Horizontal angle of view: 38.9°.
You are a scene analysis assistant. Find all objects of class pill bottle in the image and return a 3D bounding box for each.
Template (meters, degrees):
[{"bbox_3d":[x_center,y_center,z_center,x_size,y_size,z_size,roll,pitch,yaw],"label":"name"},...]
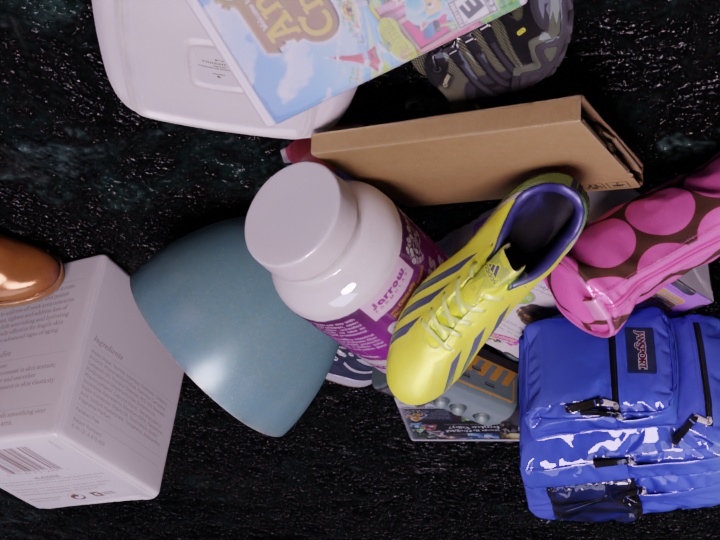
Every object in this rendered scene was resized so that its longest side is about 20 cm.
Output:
[{"bbox_3d":[0.000,0.000,0.789,0.111,0.113,0.200,-12,151,28],"label":"pill bottle"}]

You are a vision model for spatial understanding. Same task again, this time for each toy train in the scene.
[{"bbox_3d":[0.095,0.091,1.022,0.199,0.115,0.085,25,145,-27],"label":"toy train"}]

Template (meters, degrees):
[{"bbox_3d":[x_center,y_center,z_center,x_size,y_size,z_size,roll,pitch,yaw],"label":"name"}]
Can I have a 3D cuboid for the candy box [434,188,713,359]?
[{"bbox_3d":[0.178,0.003,0.906,0.167,0.072,0.199,27,142,-30],"label":"candy box"}]

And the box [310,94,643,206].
[{"bbox_3d":[0.088,-0.081,0.741,0.198,0.022,0.163,-3,168,29],"label":"box"}]

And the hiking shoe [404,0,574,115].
[{"bbox_3d":[0.079,-0.155,0.665,0.099,0.076,0.201,4,149,-2],"label":"hiking shoe"}]

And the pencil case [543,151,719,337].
[{"bbox_3d":[0.235,-0.025,0.756,0.199,0.094,0.091,-31,122,-4],"label":"pencil case"}]

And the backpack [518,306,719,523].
[{"bbox_3d":[0.235,0.119,0.862,0.198,0.164,0.168,-4,145,14],"label":"backpack"}]

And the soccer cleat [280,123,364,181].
[{"bbox_3d":[-0.001,-0.050,0.867,0.076,0.067,0.200,-18,144,12],"label":"soccer cleat"}]

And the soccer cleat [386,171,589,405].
[{"bbox_3d":[0.084,0.012,0.715,0.065,0.201,0.084,40,-176,0],"label":"soccer cleat"}]

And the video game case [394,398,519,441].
[{"bbox_3d":[0.142,0.158,1.209,0.197,0.024,0.182,-2,147,13],"label":"video game case"}]

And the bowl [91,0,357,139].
[{"bbox_3d":[-0.088,-0.163,0.689,0.197,0.075,0.200,8,149,-4],"label":"bowl"}]

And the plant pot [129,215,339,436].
[{"bbox_3d":[-0.088,0.027,0.915,0.135,0.200,0.200,-43,133,7],"label":"plant pot"}]

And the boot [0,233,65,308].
[{"bbox_3d":[-0.377,-0.045,0.948,0.198,0.077,0.156,17,144,-3],"label":"boot"}]

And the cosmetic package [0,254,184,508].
[{"bbox_3d":[-0.301,0.120,1.060,0.166,0.202,0.166,-10,144,26],"label":"cosmetic package"}]

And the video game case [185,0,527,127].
[{"bbox_3d":[-0.027,-0.199,0.572,0.181,0.022,0.201,-22,121,19],"label":"video game case"}]

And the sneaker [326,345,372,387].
[{"bbox_3d":[-0.051,0.069,1.054,0.198,0.071,0.108,11,154,-21],"label":"sneaker"}]
